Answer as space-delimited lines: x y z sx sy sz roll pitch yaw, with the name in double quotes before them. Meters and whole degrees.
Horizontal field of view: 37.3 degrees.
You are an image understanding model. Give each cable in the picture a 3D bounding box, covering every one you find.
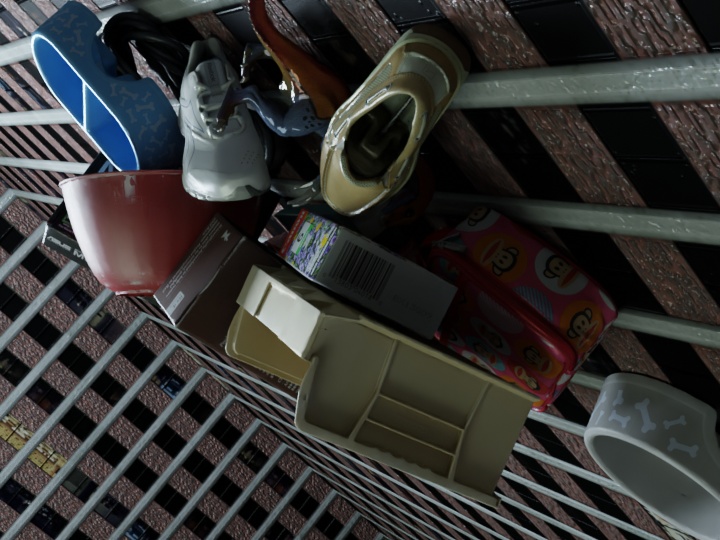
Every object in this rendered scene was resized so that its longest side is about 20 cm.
"cable" -0.203 -0.171 1.103 0.163 0.051 0.201 -4 114 53

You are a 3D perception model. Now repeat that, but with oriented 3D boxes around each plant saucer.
"plant saucer" 0.000 0.000 0.999 0.070 0.019 0.200 2 147 36

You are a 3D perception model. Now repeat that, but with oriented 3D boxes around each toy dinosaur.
"toy dinosaur" -0.019 -0.110 0.845 0.181 0.105 0.200 20 153 1

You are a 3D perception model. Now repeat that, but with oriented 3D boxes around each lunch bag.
"lunch bag" 0.120 0.028 0.921 0.176 0.082 0.200 40 163 14

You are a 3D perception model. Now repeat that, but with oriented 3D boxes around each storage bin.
"storage bin" 0.007 0.084 0.862 0.198 0.094 0.200 25 -179 -24

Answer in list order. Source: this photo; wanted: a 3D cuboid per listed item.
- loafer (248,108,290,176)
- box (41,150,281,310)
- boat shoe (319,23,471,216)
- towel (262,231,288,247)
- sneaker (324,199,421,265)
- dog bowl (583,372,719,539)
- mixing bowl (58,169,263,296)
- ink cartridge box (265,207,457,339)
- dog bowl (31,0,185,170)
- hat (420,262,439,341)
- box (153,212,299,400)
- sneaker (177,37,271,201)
"loafer" -0.107 -0.125 1.072 0.200 0.063 0.072 0 97 64
"box" -0.212 -0.057 1.170 0.200 0.193 0.048 30 142 -4
"boat shoe" 0.007 -0.088 0.750 0.072 0.076 0.200 30 147 0
"towel" -0.089 0.024 1.225 0.143 0.200 0.023 34 128 22
"sneaker" -0.007 -0.021 1.072 0.085 0.075 0.200 50 162 -18
"dog bowl" 0.292 0.179 0.970 0.200 0.059 0.200 37 165 11
"mixing bowl" -0.188 -0.030 1.034 0.199 0.109 0.200 -2 176 0
"ink cartridge box" -0.007 -0.005 0.894 0.109 0.050 0.200 28 -179 -19
"dog bowl" -0.253 -0.173 1.053 0.200 0.050 0.112 49 154 11
"hat" 0.057 0.076 1.120 0.200 0.201 0.081 30 -155 32
"box" -0.080 0.045 0.990 0.200 0.100 0.075 38 -179 -38
"sneaker" -0.127 -0.130 0.927 0.200 0.074 0.087 -118 22 -47
